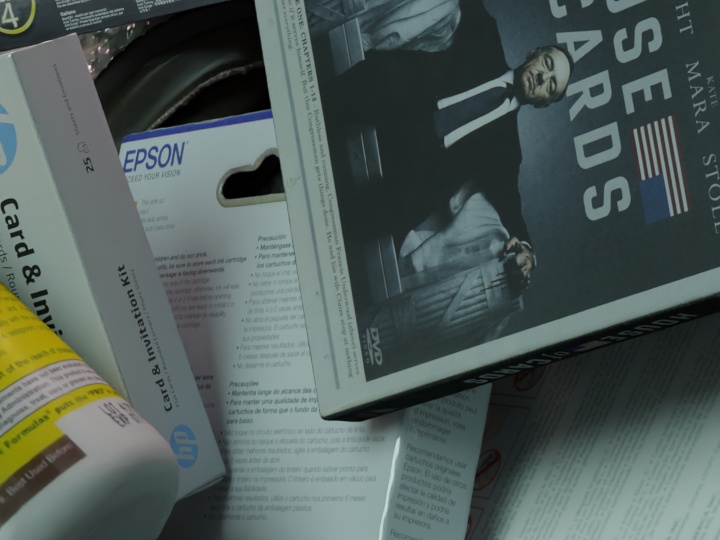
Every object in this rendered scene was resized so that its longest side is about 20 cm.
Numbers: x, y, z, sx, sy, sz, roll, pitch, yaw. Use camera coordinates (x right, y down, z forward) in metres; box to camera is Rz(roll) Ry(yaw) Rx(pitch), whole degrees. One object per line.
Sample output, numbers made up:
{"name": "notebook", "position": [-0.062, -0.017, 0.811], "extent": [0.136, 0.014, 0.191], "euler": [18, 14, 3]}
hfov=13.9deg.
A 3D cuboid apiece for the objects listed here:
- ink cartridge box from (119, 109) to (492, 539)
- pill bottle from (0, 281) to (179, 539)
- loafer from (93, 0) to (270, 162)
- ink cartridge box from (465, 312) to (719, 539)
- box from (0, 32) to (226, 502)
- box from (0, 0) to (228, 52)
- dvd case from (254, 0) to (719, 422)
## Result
{"name": "ink cartridge box", "position": [-0.032, 0.045, 1.001], "extent": [0.196, 0.043, 0.200], "euler": [-5, 69, 51]}
{"name": "pill bottle", "position": [-0.159, 0.034, 0.921], "extent": [0.200, 0.109, 0.109], "euler": [43, 93, 14]}
{"name": "loafer", "position": [-0.083, -0.027, 1.129], "extent": [0.200, 0.073, 0.071], "euler": [-40, 65, 23]}
{"name": "ink cartridge box", "position": [0.071, 0.087, 0.942], "extent": [0.200, 0.047, 0.160], "euler": [2, 63, 60]}
{"name": "box", "position": [-0.155, 0.022, 1.006], "extent": [0.200, 0.041, 0.156], "euler": [-15, 96, 33]}
{"name": "box", "position": [-0.060, -0.128, 1.119], "extent": [0.200, 0.049, 0.161], "euler": [-8, 15, 37]}
{"name": "dvd case", "position": [0.049, -0.049, 0.860], "extent": [0.200, 0.025, 0.151], "euler": [-20, 74, 46]}
